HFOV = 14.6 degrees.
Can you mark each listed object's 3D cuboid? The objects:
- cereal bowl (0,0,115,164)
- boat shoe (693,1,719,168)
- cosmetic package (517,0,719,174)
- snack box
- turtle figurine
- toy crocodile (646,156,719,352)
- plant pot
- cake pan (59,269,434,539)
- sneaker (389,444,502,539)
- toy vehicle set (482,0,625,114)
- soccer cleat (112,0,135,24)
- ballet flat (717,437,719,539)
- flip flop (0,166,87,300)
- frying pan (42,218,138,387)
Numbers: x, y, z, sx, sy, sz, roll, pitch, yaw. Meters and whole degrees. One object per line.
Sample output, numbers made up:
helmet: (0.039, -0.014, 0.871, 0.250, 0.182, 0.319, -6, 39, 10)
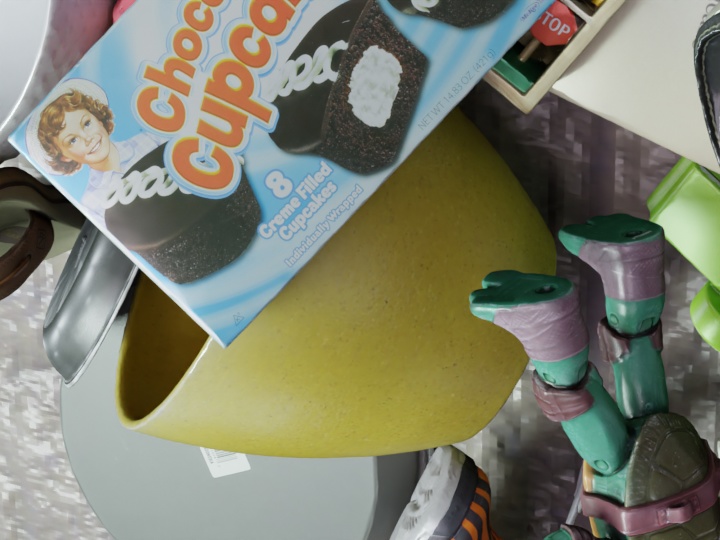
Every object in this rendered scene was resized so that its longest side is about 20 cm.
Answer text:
cereal bowl: (-0.180, -0.142, 1.264, 0.199, 0.083, 0.201, 6, 99, 39)
boat shoe: (0.178, -0.010, 1.079, 0.072, 0.068, 0.201, -15, 102, 35)
cosmetic package: (0.148, -0.103, 1.136, 0.199, 0.073, 0.104, 27, 121, 16)
snack box: (-0.025, -0.083, 1.068, 0.116, 0.037, 0.200, 43, 92, -4)
turtle figurine: (0.103, 0.087, 1.160, 0.100, 0.150, 0.201, -2, 111, 24)
toy crocodile: (0.204, 0.023, 1.177, 0.200, 0.062, 0.068, 40, 124, 12)
plant pot: (0.000, 0.000, 1.206, 0.141, 0.201, 0.200, 23, 125, -15)
cake pan: (-0.062, 0.077, 1.346, 0.199, 0.037, 0.201, 11, 116, 23)
sneaker: (0.064, 0.148, 1.269, 0.112, 0.078, 0.200, 25, 158, 6)
toy vehicle set: (0.028, -0.170, 1.097, 0.200, 0.027, 0.124, 39, 122, 0)
soccer cleat: (-0.071, -0.118, 1.177, 0.067, 0.200, 0.077, 40, 83, -1)
ballet flat: (0.169, 0.108, 1.208, 0.200, 0.069, 0.071, 112, 141, -61)
flip flop: (-0.176, -0.009, 1.271, 0.081, 0.200, 0.058, -12, 84, 13)
frying pan: (-0.101, -0.020, 1.251, 0.031, 0.115, 0.190, 24, 144, -10)
